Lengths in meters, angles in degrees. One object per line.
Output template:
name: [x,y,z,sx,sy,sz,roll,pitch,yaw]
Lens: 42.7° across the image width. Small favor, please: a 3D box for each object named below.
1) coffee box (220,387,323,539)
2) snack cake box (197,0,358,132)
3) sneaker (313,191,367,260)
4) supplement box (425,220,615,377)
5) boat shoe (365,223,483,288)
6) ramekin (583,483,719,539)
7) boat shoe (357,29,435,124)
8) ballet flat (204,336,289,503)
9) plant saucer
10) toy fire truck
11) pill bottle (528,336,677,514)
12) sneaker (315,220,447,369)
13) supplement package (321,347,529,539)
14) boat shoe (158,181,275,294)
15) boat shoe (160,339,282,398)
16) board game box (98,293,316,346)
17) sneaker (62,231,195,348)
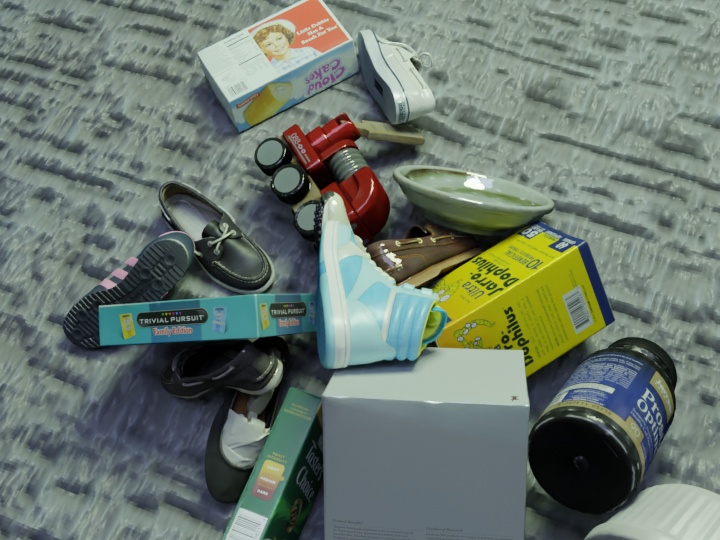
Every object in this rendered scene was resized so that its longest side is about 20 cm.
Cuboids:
coffee box: [-0.083,0.237,0.967,0.044,0.123,0.201,15,62,17]
snack cake box: [-0.117,-0.298,1.314,0.199,0.067,0.115,-29,58,-9]
sneaker: [0.000,0.001,1.072,0.092,0.202,0.070,-9,19,-6]
supplement box: [0.161,0.047,1.026,0.199,0.110,0.109,-31,23,-10]
boat shoe: [0.077,-0.021,1.064,0.070,0.199,0.071,-33,82,32]
ramekin: [0.310,0.288,0.846,0.202,0.203,0.094,36,58,25]
boat shoe: [0.057,-0.274,1.262,0.085,0.075,0.203,-12,40,-11]
ballet flat: [-0.126,0.160,1.040,0.068,0.068,0.201,23,61,-17]
plant saucer: [0.133,-0.081,1.119,0.198,0.200,0.051,16,108,16]
toy fire truck: [-0.005,-0.126,1.175,0.199,0.129,0.177,-35,61,3]
pill bottle: [0.255,0.147,0.937,0.111,0.113,0.200,27,34,21]
sneaker: [0.019,0.024,0.944,0.129,0.080,0.201,2,42,-6]
supplement package: [0.067,0.192,0.904,0.189,0.147,0.202,2,105,8]
boat shoe: [-0.188,-0.046,1.181,0.074,0.060,0.200,-39,62,-15]
boat shoe: [-0.170,0.104,1.043,0.199,0.057,0.067,-7,45,42]
board game box: [-0.168,0.054,1.041,0.198,0.151,0.047,-5,87,22]
sneaker: [-0.282,0.024,1.148,0.199,0.082,0.070,-34,102,14]
